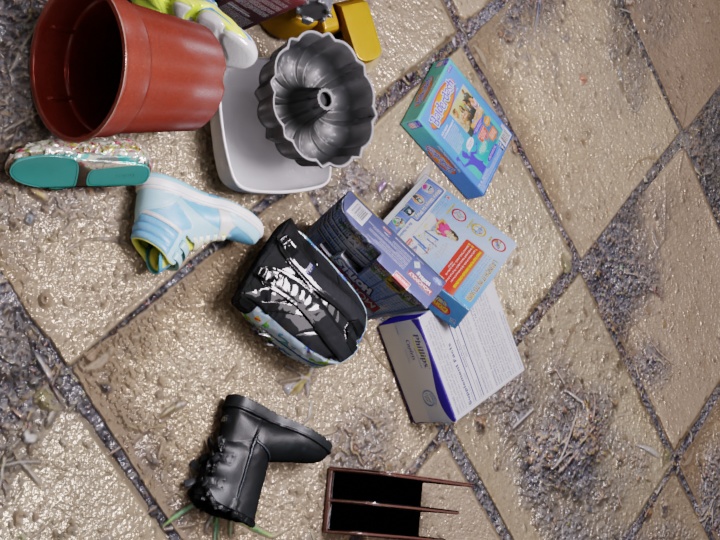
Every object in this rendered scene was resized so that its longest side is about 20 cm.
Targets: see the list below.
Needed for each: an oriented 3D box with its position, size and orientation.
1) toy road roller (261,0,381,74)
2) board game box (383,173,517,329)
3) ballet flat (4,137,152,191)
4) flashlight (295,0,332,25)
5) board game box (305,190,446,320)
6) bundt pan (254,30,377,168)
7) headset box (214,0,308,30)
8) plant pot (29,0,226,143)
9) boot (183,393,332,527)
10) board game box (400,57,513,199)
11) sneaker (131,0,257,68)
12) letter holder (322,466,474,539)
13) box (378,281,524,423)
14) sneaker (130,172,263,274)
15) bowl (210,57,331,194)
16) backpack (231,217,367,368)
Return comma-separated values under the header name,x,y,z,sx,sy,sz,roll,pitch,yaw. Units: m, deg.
name,x,y,z,sx,sy,sz,roll,pitch,yaw
toy road roller,-0.071,-0.379,1.756,0.145,0.123,0.201,-22,94,-29
board game box,0.128,-0.035,1.845,0.195,0.056,0.200,38,46,5
ballet flat,-0.370,-0.144,1.488,0.199,0.076,0.064,1,46,-35
flashlight,-0.055,-0.464,1.670,0.068,0.068,0.201,48,42,-56
board game box,0.000,0.000,1.737,0.200,0.200,0.062,44,58,-5
bundt pan,-0.073,-0.241,1.660,0.201,0.076,0.203,8,78,-41
headset box,-0.136,-0.446,1.648,0.075,0.199,0.150,24,69,-37
plant pot,-0.295,-0.263,1.497,0.195,0.200,0.202,-3,86,-51
boot,-0.144,0.284,1.624,0.198,0.073,0.163,30,62,-27
board game box,0.172,-0.248,2.002,0.200,0.045,0.153,46,57,-28
sneaker,-0.219,-0.369,1.611,0.199,0.076,0.105,32,48,-4
letter holder,0.065,0.364,1.754,0.199,0.142,0.101,16,73,-40
box,0.152,0.128,1.890,0.200,0.105,0.185,-29,102,-41
sneaker,-0.233,-0.042,1.587,0.199,0.079,0.131,21,68,-28
bowl,-0.144,-0.209,1.692,0.199,0.074,0.201,-5,87,-43
backpack,-0.083,0.054,1.679,0.199,0.154,0.164,34,58,-9
